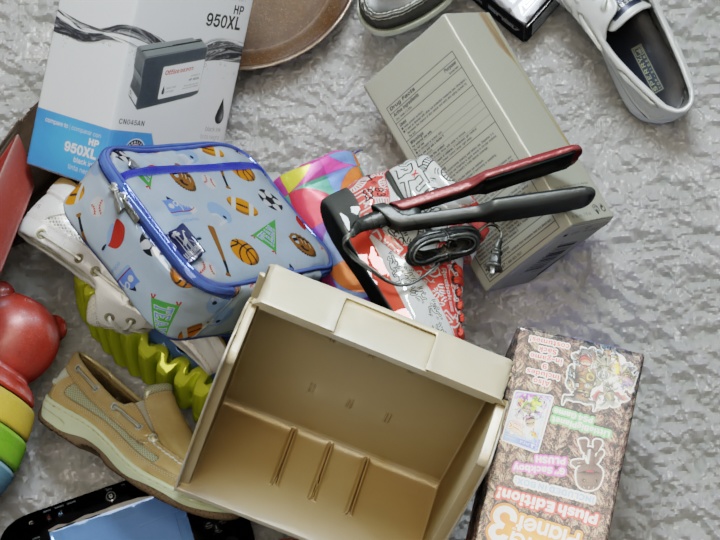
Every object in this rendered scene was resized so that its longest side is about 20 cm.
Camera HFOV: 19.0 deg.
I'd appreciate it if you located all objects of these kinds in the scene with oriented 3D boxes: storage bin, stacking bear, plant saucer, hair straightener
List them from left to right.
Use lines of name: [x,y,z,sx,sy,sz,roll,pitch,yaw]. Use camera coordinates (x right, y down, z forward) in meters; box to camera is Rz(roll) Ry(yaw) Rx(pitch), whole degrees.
plant saucer: [-0.317,0.016,1.646,0.037,0.200,0.200,34,113,-14]
stacking bear: [-0.304,0.109,1.680,0.121,0.114,0.201,32,73,-20]
plant saucer: [-0.095,-0.259,1.792,0.199,0.037,0.202,-1,78,4]
storage bin: [-0.011,0.112,1.553,0.199,0.199,0.094,22,53,-1]
hair straightener: [0.083,-0.034,1.593,0.199,0.041,0.077,-14,72,-14]

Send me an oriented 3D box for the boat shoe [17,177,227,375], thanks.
boat shoe: [-0.182,0.019,1.647,0.200,0.071,0.069,43,76,12]

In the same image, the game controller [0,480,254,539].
game controller: [-0.184,0.219,1.688,0.199,0.042,0.105,-19,77,-1]

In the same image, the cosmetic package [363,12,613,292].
cosmetic package: [0.101,-0.095,1.701,0.105,0.071,0.201,-37,75,33]

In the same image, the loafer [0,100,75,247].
loafer: [-0.257,-0.107,1.752,0.073,0.071,0.200,35,82,11]

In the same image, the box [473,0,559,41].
box: [0.141,-0.315,1.780,0.161,0.049,0.200,40,84,9]

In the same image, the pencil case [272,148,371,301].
pencil case: [0.000,0.000,1.702,0.088,0.088,0.201,-25,77,-2]

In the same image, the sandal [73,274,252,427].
sandal: [-0.142,0.053,1.711,0.200,0.080,0.087,37,66,9]

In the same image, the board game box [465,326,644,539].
board game box: [0.139,0.160,1.612,0.096,0.159,0.201,12,78,3]

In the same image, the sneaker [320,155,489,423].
sneaker: [0.061,0.008,1.629,0.108,0.067,0.202,-27,76,-13]

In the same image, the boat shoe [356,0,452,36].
boat shoe: [0.072,-0.271,1.722,0.201,0.061,0.072,-44,78,-3]

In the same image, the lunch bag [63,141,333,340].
lunch bag: [-0.123,-0.030,1.607,0.076,0.200,0.160,-47,69,25]

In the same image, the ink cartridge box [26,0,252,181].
ink cartridge box: [-0.168,-0.168,1.683,0.084,0.144,0.201,18,100,33]

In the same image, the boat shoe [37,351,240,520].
boat shoe: [-0.164,0.123,1.666,0.199,0.072,0.076,27,95,25]

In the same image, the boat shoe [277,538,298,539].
boat shoe: [-0.071,0.305,1.649,0.071,0.063,0.201,11,80,5]

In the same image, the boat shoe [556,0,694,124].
boat shoe: [0.208,-0.210,1.714,0.073,0.065,0.200,-38,96,-8]
